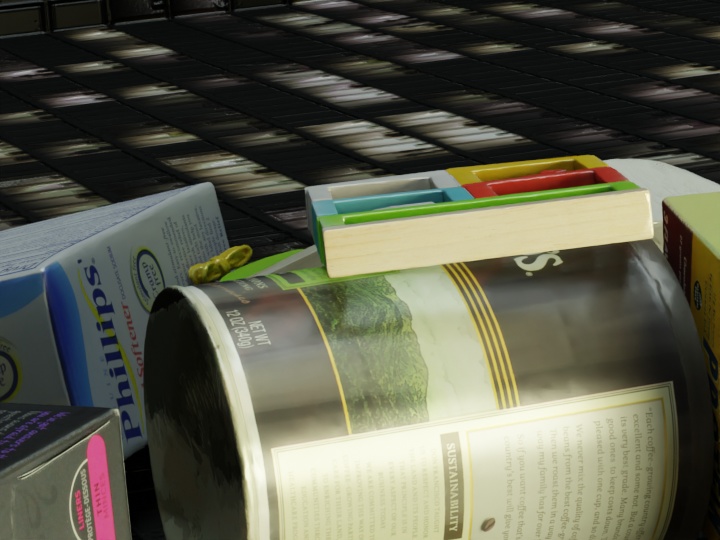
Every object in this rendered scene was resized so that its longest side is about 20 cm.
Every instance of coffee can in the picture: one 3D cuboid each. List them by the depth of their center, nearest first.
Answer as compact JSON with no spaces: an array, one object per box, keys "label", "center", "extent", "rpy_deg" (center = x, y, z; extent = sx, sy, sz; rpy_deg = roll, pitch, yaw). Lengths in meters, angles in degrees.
[{"label":"coffee can","center":[0.025,0.065,1.193],"extent":[0.199,0.147,0.146],"rpy_deg":[-9,13,-19]}]

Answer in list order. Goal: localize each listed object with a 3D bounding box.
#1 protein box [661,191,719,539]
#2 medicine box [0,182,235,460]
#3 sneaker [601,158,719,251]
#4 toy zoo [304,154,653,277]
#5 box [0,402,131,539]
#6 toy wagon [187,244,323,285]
[{"label":"protein box","center":[0.241,0.051,1.164],"extent":[0.197,0.136,0.200],"rpy_deg":[-6,18,-8]},{"label":"medicine box","center":[-0.175,0.040,1.412],"extent":[0.181,0.104,0.200],"rpy_deg":[-12,9,23]},{"label":"sneaker","center":[0.116,0.001,1.605],"extent":[0.199,0.089,0.075],"rpy_deg":[-18,34,-27]},{"label":"toy zoo","center":[0.044,-0.027,1.218],"extent":[0.130,0.021,0.200],"rpy_deg":[-7,8,-2]},{"label":"box","center":[-0.191,0.117,1.077],"extent":[0.199,0.123,0.106],"rpy_deg":[2,15,28]},{"label":"toy wagon","center":[0.000,0.000,1.355],"extent":[0.199,0.040,0.155],"rpy_deg":[-10,12,46]}]
